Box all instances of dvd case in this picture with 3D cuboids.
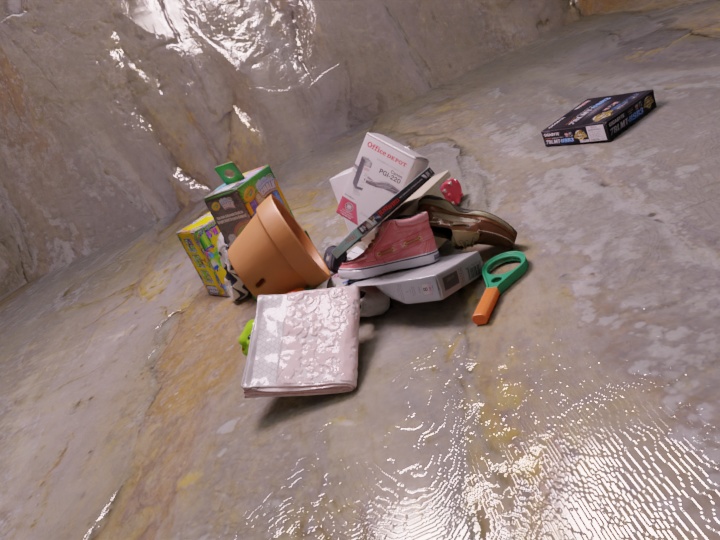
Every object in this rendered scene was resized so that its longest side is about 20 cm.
[{"bbox_3d":[0.041,-0.106,1.129,0.200,0.022,0.146,-43,2,-25],"label":"dvd case"}]

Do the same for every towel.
[{"bbox_3d":[-0.094,0.113,1.005,0.186,0.033,0.203,-5,48,9],"label":"towel"}]

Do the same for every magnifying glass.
[{"bbox_3d":[0.226,0.025,1.012,0.078,0.023,0.200,-10,24,35],"label":"magnifying glass"}]

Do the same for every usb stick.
[{"bbox_3d":[-0.057,-0.026,1.310,0.200,0.032,0.057,-156,88,-81],"label":"usb stick"}]

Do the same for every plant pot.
[{"bbox_3d":[-0.170,-0.028,1.210,0.139,0.201,0.200,-35,20,3],"label":"plant pot"}]

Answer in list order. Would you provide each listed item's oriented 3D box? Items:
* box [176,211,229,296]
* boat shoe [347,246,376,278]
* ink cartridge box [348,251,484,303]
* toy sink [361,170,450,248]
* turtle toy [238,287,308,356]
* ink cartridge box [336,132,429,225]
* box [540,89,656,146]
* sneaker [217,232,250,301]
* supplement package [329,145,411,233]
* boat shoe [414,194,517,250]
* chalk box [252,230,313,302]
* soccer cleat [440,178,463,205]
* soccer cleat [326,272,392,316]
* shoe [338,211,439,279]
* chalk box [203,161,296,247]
[{"bbox_3d":[-0.351,-0.068,1.642,0.121,0.196,0.199,2,32,49],"label":"box"},{"bbox_3d":[0.000,0.000,1.270,0.065,0.074,0.200,-35,10,-7],"label":"boat shoe"},{"bbox_3d":[0.098,0.017,1.082,0.197,0.058,0.161,-14,7,40],"label":"ink cartridge box"},{"bbox_3d":[0.119,-0.095,1.259,0.200,0.113,0.129,-44,16,-33],"label":"toy sink"},{"bbox_3d":[-0.130,0.101,1.119,0.199,0.103,0.145,-36,23,-25],"label":"turtle toy"},{"bbox_3d":[0.050,-0.193,1.396,0.144,0.203,0.084,31,17,23],"label":"ink cartridge box"},{"bbox_3d":[0.585,-0.375,1.502,0.198,0.050,0.197,-34,23,-22],"label":"box"},{"bbox_3d":[-0.272,-0.029,1.489,0.128,0.203,0.079,-22,37,-26],"label":"sneaker"},{"bbox_3d":[0.050,-0.197,1.520,0.196,0.159,0.111,-17,12,22],"label":"supplement package"},{"bbox_3d":[0.191,-0.073,1.140,0.196,0.076,0.075,20,72,18],"label":"boat shoe"},{"bbox_3d":[-0.170,-0.006,1.387,0.198,0.127,0.124,-2,30,49],"label":"chalk box"},{"bbox_3d":[0.177,-0.155,1.431,0.075,0.067,0.200,-12,27,42],"label":"soccer cleat"},{"bbox_3d":[-0.024,0.044,1.158,0.085,0.072,0.198,-13,13,-34],"label":"soccer cleat"},{"bbox_3d":[0.042,-0.045,1.110,0.196,0.093,0.071,-12,8,22],"label":"shoe"},{"bbox_3d":[-0.254,-0.150,1.365,0.123,0.203,0.124,-7,26,37],"label":"chalk box"}]
